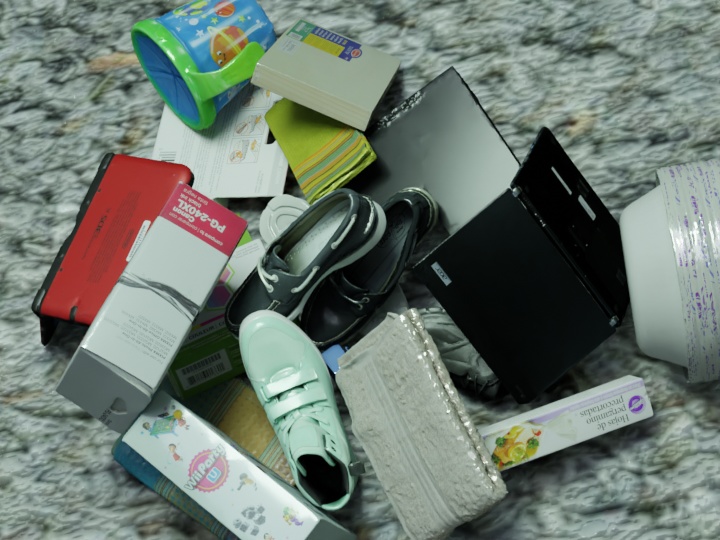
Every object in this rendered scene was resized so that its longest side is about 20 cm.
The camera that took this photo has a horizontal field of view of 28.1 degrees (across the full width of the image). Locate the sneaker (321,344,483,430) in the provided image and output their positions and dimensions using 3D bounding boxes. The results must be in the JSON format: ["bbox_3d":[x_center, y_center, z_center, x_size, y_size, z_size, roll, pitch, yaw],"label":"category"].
[{"bbox_3d":[0.047,0.131,1.424,0.078,0.070,0.200,-42,65,-11],"label":"sneaker"}]

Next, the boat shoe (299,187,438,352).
[{"bbox_3d":[0.002,0.001,1.437,0.075,0.066,0.199,45,101,6],"label":"boat shoe"}]

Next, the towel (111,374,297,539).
[{"bbox_3d":[-0.147,0.183,1.481,0.199,0.022,0.147,30,74,28],"label":"towel"}]

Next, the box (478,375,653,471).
[{"bbox_3d":[0.175,0.150,1.354,0.198,0.041,0.039,-19,94,-9],"label":"box"}]

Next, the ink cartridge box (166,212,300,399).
[{"bbox_3d":[-0.166,0.016,1.533,0.147,0.076,0.201,-24,55,-7],"label":"ink cartridge box"}]

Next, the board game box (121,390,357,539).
[{"bbox_3d":[-0.111,0.207,1.357,0.199,0.148,0.064,36,83,21],"label":"board game box"}]

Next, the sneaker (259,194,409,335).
[{"bbox_3d":[-0.017,-0.005,1.516,0.076,0.080,0.200,-45,78,7],"label":"sneaker"}]

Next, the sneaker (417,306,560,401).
[{"bbox_3d":[0.108,0.085,1.427,0.198,0.076,0.092,-5,66,17],"label":"sneaker"}]

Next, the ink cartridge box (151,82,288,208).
[{"bbox_3d":[-0.148,-0.158,1.658,0.175,0.045,0.202,1,62,18],"label":"ink cartridge box"}]

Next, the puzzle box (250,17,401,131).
[{"bbox_3d":[-0.033,-0.217,1.570,0.132,0.026,0.200,23,26,2],"label":"puzzle box"}]

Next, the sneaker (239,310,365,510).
[{"bbox_3d":[-0.054,0.131,1.361,0.073,0.118,0.202,-27,94,0],"label":"sneaker"}]

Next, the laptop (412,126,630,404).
[{"bbox_3d":[0.169,-0.007,1.392,0.103,0.178,0.200,-29,17,35],"label":"laptop"}]

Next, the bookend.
[{"bbox_3d":[0.079,-0.069,1.509,0.198,0.092,0.201,-36,67,9],"label":"bookend"}]

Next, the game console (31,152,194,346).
[{"bbox_3d":[-0.265,-0.013,1.564,0.171,0.119,0.201,10,66,26],"label":"game console"}]

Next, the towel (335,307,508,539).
[{"bbox_3d":[0.050,0.146,1.326,0.034,0.133,0.201,-15,71,-40],"label":"towel"}]

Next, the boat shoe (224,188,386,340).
[{"bbox_3d":[-0.067,-0.009,1.408,0.200,0.060,0.076,-44,55,11],"label":"boat shoe"}]

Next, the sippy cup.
[{"bbox_3d":[-0.168,-0.250,1.621,0.130,0.140,0.178,-37,68,-17],"label":"sippy cup"}]

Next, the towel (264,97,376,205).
[{"bbox_3d":[-0.048,-0.146,1.538,0.086,0.018,0.200,-38,38,7],"label":"towel"}]

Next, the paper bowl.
[{"bbox_3d":[0.299,0.003,1.332,0.103,0.201,0.202,-9,59,11],"label":"paper bowl"}]

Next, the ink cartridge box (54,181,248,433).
[{"bbox_3d":[-0.201,0.038,1.378,0.083,0.145,0.201,32,61,-7],"label":"ink cartridge box"}]
